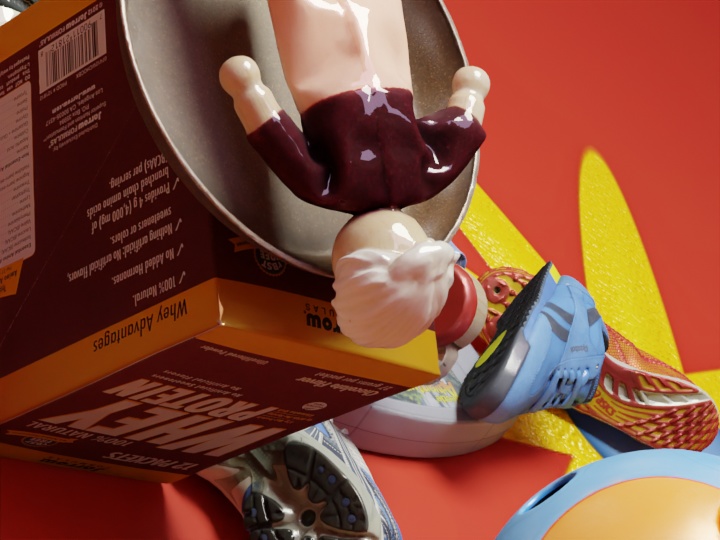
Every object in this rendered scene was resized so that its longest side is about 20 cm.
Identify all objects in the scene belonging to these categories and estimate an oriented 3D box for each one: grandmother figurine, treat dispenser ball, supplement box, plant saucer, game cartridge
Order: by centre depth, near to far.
[{"bbox_3d":[0.000,-0.066,0.864,0.121,0.061,0.200,-6,76,-18],"label":"grandmother figurine"},{"bbox_3d":[-0.029,-0.086,0.905,0.200,0.032,0.200,20,58,-36],"label":"plant saucer"},{"bbox_3d":[-0.086,-0.026,0.991,0.133,0.197,0.200,15,61,-43],"label":"supplement box"},{"bbox_3d":[0.147,0.187,1.017,0.201,0.201,0.201,31,24,-16],"label":"treat dispenser ball"},{"bbox_3d":[0.007,0.054,1.270,0.200,0.041,0.133,9,41,-49],"label":"game cartridge"}]

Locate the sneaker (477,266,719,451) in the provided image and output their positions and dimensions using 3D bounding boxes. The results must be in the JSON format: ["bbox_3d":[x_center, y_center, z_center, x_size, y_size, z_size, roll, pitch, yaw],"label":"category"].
[{"bbox_3d":[0.152,0.065,1.443,0.200,0.073,0.077,36,1,-15],"label":"sneaker"}]

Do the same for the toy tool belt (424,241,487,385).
[{"bbox_3d":[0.000,0.000,1.155,0.200,0.125,0.123,25,-3,29],"label":"toy tool belt"}]

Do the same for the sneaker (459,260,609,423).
[{"bbox_3d":[0.118,0.056,1.303,0.078,0.066,0.200,43,22,0],"label":"sneaker"}]

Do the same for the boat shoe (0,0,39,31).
[{"bbox_3d":[-0.245,-0.142,1.085,0.074,0.199,0.066,27,67,-53],"label":"boat shoe"}]

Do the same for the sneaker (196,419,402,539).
[{"bbox_3d":[-0.049,0.090,1.092,0.200,0.077,0.085,52,12,28],"label":"sneaker"}]
